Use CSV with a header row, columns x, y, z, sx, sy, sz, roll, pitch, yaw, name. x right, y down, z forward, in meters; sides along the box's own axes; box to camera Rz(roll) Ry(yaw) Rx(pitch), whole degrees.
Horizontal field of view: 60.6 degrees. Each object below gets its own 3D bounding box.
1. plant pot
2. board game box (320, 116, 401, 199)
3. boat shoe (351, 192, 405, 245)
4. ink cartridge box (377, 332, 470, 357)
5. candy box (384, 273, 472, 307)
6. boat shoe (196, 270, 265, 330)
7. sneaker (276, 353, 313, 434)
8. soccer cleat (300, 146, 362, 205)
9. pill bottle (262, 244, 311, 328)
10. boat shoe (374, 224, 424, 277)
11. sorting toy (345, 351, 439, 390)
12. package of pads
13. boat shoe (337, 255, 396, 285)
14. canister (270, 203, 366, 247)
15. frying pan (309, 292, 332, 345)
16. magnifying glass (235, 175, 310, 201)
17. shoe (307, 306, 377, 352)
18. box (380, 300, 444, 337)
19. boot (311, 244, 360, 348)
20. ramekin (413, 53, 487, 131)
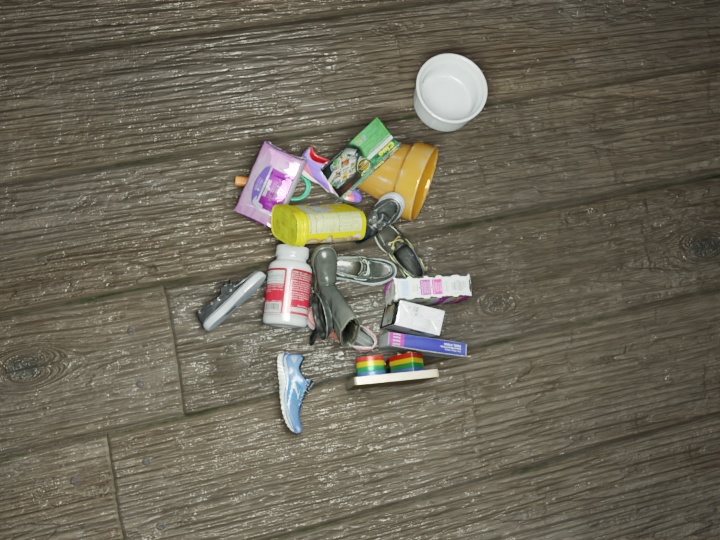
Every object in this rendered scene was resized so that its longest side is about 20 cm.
x,y,z,sx,sy,sz,roll,pitch,yaw,name
0.084,-0.253,1.613,0.182,0.200,0.201,20,78,11,plant pot
-0.001,-0.282,1.553,0.200,0.023,0.105,-40,64,15,board game box
0.038,-0.124,1.568,0.070,0.200,0.066,43,48,-14,boat shoe
0.155,0.186,1.530,0.195,0.200,0.044,9,79,-7,ink cartridge box
0.170,0.053,1.588,0.199,0.136,0.061,-3,79,-9,candy box
-0.327,0.062,1.537,0.200,0.070,0.066,-43,82,6,boat shoe
-0.158,0.303,1.528,0.089,0.079,0.201,-5,81,-6,sneaker
-0.075,-0.248,1.631,0.199,0.068,0.073,33,120,2,soccer cleat
-0.181,0.041,1.553,0.112,0.112,0.201,7,79,-7,pill bottle
0.105,-0.057,1.636,0.072,0.061,0.202,-36,87,-12,boat shoe
0.069,0.244,1.509,0.199,0.199,0.070,-4,76,-9,sorting toy
-0.229,-0.219,1.586,0.120,0.076,0.201,24,96,-3,package of pads
0.000,0.000,1.606,0.199,0.071,0.073,0,80,-8,boat shoe
-0.103,-0.119,1.546,0.199,0.148,0.087,-6,111,-33,canister
-0.095,0.140,1.500,0.031,0.191,0.115,-12,37,-19,frying pan
-0.232,-0.229,1.640,0.199,0.022,0.080,5,80,-6,magnifying glass
-0.049,0.145,1.564,0.199,0.091,0.072,28,77,-2,shoe
0.125,0.126,1.537,0.116,0.200,0.060,14,80,-7,box
-0.061,0.060,1.490,0.072,0.183,0.200,-11,37,-12,boot
0.242,-0.487,1.713,0.199,0.098,0.202,2,80,-8,ramekin
